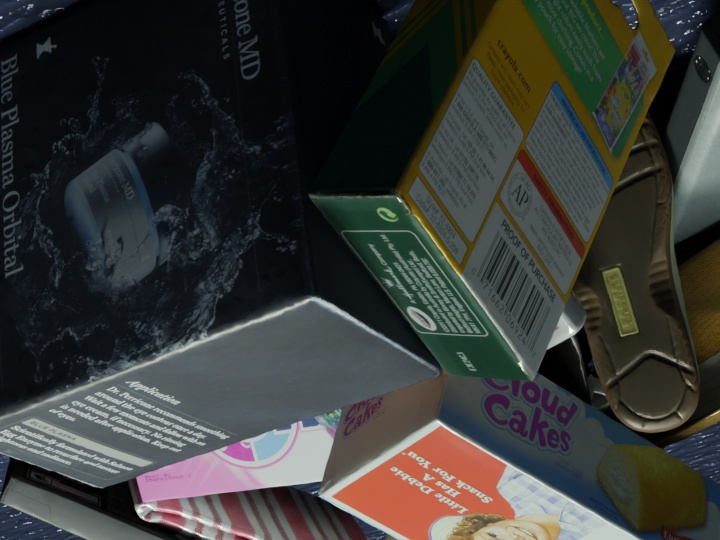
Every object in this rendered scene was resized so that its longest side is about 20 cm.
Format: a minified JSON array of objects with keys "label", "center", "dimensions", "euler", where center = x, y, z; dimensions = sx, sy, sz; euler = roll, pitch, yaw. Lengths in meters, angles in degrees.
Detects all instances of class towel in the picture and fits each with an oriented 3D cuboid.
[{"label":"towel","center":[-0.079,0.180,1.140],"dimensions":[0.200,0.030,0.146],"euler":[22,-175,-16]}]

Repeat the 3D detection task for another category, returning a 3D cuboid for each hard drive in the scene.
[{"label":"hard drive","center":[0.231,-0.091,0.860],"dimensions":[0.139,0.033,0.200],"euler":[-23,157,-10]}]

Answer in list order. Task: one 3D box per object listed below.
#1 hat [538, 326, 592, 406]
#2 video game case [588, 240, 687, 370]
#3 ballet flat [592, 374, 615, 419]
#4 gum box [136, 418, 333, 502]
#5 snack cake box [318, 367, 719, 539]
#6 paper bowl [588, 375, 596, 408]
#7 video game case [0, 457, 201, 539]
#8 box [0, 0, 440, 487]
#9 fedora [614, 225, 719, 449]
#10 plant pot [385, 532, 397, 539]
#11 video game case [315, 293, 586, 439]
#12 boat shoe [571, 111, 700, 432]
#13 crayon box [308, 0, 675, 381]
[{"label":"hat","center":[0.100,0.018,0.956],"dimensions":[0.081,0.201,0.201],"euler":[-27,162,-22]},{"label":"video game case","center":[0.165,0.008,1.084],"dimensions":[0.200,0.036,0.181],"euler":[15,145,-40]},{"label":"ballet flat","center":[0.214,0.100,1.266],"dimensions":[0.068,0.068,0.200],"euler":[22,142,-33]},{"label":"gum box","center":[-0.067,0.078,1.028],"dimensions":[0.200,0.114,0.066],"euler":[-10,-169,20]},{"label":"snack cake box","center":[0.093,0.125,0.894],"dimensions":[0.200,0.067,0.115],"euler":[31,139,-19]},{"label":"paper bowl","center":[0.126,0.166,1.195],"dimensions":[0.104,0.201,0.201],"euler":[24,162,18]},{"label":"video game case","center":[-0.157,0.170,1.137],"dimensions":[0.200,0.026,0.181],"euler":[25,-175,-12]},{"label":"box","center":[-0.085,-0.026,0.745],"dimensions":[0.200,0.197,0.117],"euler":[-21,151,24]},{"label":"fedora","center":[0.215,0.025,0.967],"dimensions":[0.201,0.082,0.201],"euler":[-40,-177,3]},{"label":"plant pot","center":[0.096,0.211,1.027],"dimensions":[0.200,0.200,0.135],"euler":[3,143,-23]},{"label":"video game case","center":[0.000,0.000,0.893],"dimensions":[0.182,0.024,0.200],"euler":[50,132,-8]},{"label":"boat shoe","center":[0.145,-0.012,0.886],"dimensions":[0.072,0.200,0.076],"euler":[-8,-177,15]},{"label":"crayon box","center":[0.066,-0.068,0.704],"dimensions":[0.052,0.200,0.126],"euler":[1,142,40]}]
